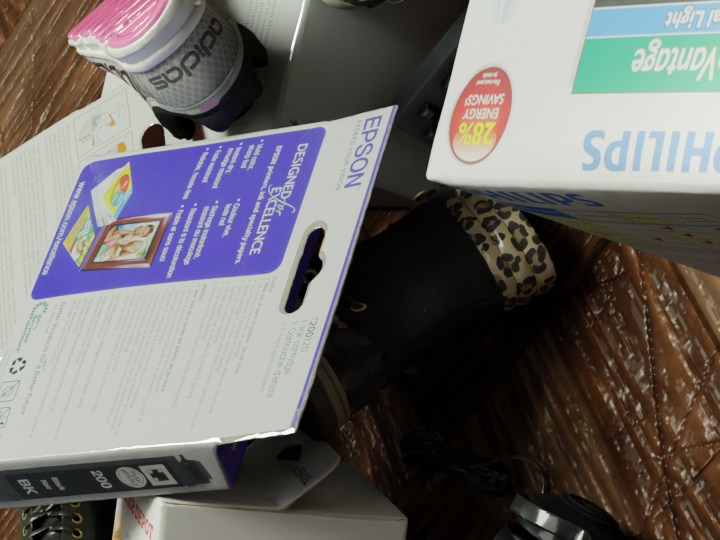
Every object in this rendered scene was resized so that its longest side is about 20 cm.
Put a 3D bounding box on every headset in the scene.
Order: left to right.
[{"bbox_3d":[0.066,0.147,1.115,0.124,0.094,0.200,-54,21,25],"label":"headset"}]

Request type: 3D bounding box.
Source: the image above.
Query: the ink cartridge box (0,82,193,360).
[{"bbox_3d":[-0.163,-0.011,1.328,0.199,0.050,0.163,-28,43,15],"label":"ink cartridge box"}]

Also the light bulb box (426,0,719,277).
[{"bbox_3d":[0.170,-0.066,0.965,0.198,0.199,0.126,5,80,55],"label":"light bulb box"}]

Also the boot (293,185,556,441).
[{"bbox_3d":[0.000,0.000,1.238,0.150,0.073,0.200,-29,26,-9],"label":"boot"}]

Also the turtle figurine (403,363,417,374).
[{"bbox_3d":[-0.071,0.102,1.354,0.194,0.199,0.145,-110,14,-73],"label":"turtle figurine"}]

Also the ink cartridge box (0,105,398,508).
[{"bbox_3d":[-0.079,0.018,1.165,0.199,0.043,0.199,-8,48,32],"label":"ink cartridge box"}]

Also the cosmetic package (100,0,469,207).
[{"bbox_3d":[-0.036,-0.146,1.370,0.200,0.122,0.201,2,77,56],"label":"cosmetic package"}]

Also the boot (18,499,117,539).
[{"bbox_3d":[-0.178,0.143,1.350,0.200,0.077,0.139,-78,-27,-75],"label":"boot"}]

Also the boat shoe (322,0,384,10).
[{"bbox_3d":[0.055,-0.212,1.256,0.201,0.072,0.061,-46,11,-15],"label":"boat shoe"}]

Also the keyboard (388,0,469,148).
[{"bbox_3d":[0.079,-0.139,1.203,0.200,0.127,0.021,-50,15,31],"label":"keyboard"}]

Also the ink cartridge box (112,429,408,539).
[{"bbox_3d":[-0.059,0.176,1.195,0.129,0.124,0.201,-152,68,-73],"label":"ink cartridge box"}]

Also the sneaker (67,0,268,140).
[{"bbox_3d":[-0.097,-0.113,1.273,0.074,0.087,0.200,-43,15,-3],"label":"sneaker"}]
